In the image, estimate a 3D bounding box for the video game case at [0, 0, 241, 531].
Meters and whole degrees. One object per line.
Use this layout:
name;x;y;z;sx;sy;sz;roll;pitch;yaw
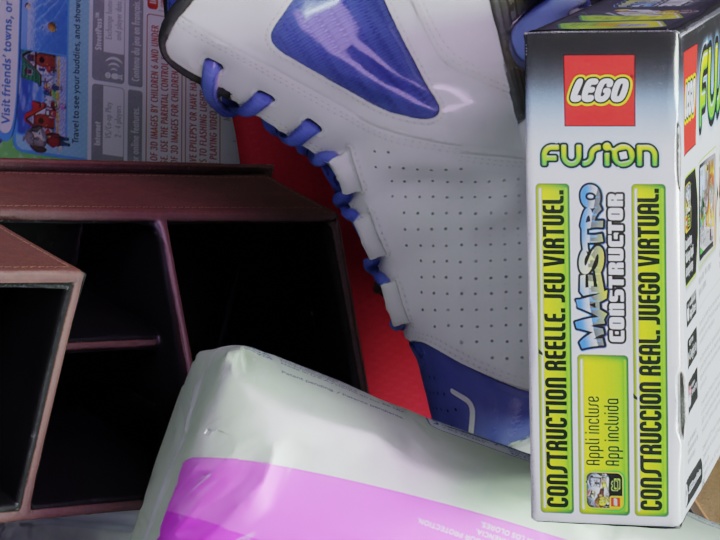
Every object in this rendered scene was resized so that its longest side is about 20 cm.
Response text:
video game case;-0.095;-0.026;0.831;0.182;0.022;0.200;8;72;-28

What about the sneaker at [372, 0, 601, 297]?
sneaker;0.017;-0.068;0.825;0.199;0.076;0.114;46;73;-3

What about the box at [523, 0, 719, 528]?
box;0.076;-0.013;0.706;0.200;0.035;0.110;-32;121;-73

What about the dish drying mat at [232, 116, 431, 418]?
dish drying mat;0.000;0.000;0.858;0.077;0.018;0.200;-3;81;-40

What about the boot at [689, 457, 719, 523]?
boot;0.083;0.057;0.896;0.200;0.074;0.075;62;27;5

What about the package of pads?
package of pads;0.003;0.136;0.685;0.154;0.068;0.200;21;85;-11

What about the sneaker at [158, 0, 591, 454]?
sneaker;0.006;-0.041;0.751;0.115;0.081;0.200;-1;100;7

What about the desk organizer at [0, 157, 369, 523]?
desk organizer;-0.078;0.017;0.725;0.200;0.077;0.072;-1;111;-47
